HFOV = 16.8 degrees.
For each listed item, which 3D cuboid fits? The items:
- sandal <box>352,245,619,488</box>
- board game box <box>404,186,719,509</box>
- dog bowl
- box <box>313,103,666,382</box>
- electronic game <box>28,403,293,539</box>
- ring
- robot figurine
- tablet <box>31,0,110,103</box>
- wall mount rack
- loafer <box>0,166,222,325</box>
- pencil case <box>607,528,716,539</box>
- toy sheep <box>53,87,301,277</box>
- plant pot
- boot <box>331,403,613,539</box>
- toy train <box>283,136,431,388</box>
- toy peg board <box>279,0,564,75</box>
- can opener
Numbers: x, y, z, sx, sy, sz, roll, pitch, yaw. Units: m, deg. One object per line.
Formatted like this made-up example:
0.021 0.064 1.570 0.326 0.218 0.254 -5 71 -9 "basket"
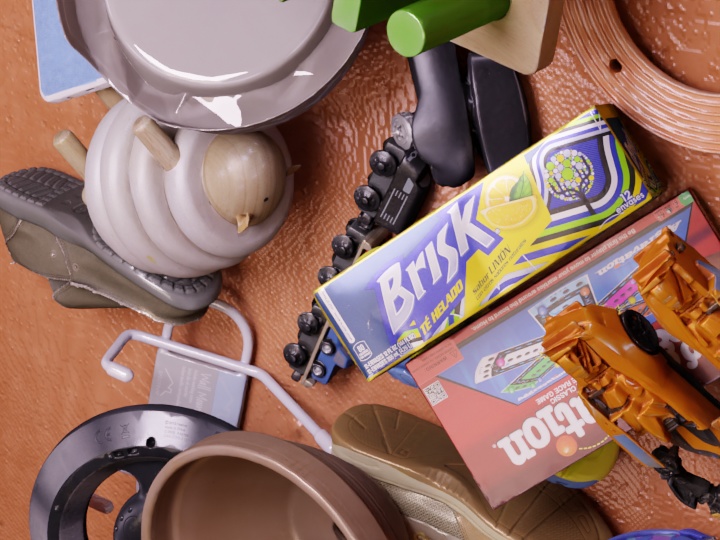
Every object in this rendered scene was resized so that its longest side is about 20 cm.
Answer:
0.076 0.062 1.509 0.200 0.080 0.087 39 163 9 "sandal"
0.135 0.047 1.428 0.199 0.019 0.103 -32 90 16 "board game box"
-0.080 -0.173 1.455 0.198 0.059 0.202 -2 78 9 "dog bowl"
0.074 -0.017 1.412 0.199 0.070 0.065 -34 87 14 "box"
-0.126 0.180 1.634 0.198 0.042 0.202 6 117 11 "electronic game"
0.194 -0.162 1.344 0.199 0.019 0.202 16 118 32 "ring"
0.203 0.074 1.372 0.200 0.058 0.145 41 121 -17 "robot figurine"
-0.167 -0.216 1.549 0.129 0.014 0.202 -13 79 40 "tablet"
-0.097 0.125 1.658 0.172 0.075 0.201 17 123 8 "wall mount rack"
-0.171 -0.007 1.658 0.199 0.075 0.070 29 127 36 "loafer"
0.197 0.251 1.487 0.078 0.086 0.202 25 129 64 "pencil case"
-0.117 -0.060 1.554 0.199 0.137 0.139 1 111 52 "toy sheep"
-0.035 0.182 1.529 0.200 0.093 0.202 18 123 31 "plant pot"
0.062 0.189 1.568 0.199 0.073 0.156 23 127 19 "boot"
0.000 0.000 1.555 0.046 0.034 0.201 30 125 7 "toy train"
0.011 -0.219 1.292 0.199 0.098 0.201 27 125 28 "toy peg board"
0.042 -0.145 1.450 0.063 0.078 0.202 -161 54 -76 "can opener"
